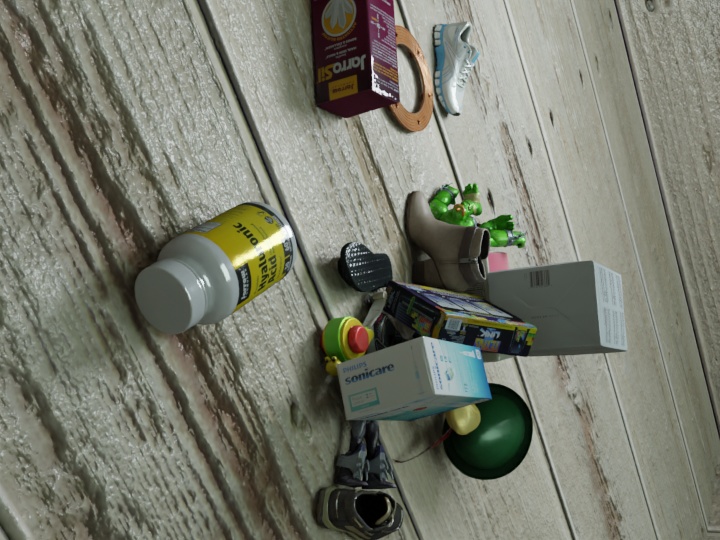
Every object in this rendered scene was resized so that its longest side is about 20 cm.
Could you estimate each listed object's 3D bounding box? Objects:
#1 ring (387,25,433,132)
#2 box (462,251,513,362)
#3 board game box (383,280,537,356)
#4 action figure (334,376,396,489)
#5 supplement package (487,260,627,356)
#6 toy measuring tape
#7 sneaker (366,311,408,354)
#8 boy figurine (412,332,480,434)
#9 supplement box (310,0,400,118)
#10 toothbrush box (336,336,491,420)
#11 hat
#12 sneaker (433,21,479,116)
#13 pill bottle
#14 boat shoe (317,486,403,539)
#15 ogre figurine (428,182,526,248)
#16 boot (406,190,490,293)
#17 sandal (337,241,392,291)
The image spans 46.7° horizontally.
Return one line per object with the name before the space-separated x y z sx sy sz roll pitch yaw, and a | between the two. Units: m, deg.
ring | 0.082 -0.357 1.559 0.200 0.019 0.201 19 68 -56
box | 0.210 0.070 1.560 0.109 0.128 0.200 -2 85 -59
board game box | 0.159 0.079 1.363 0.200 0.165 0.057 11 101 -34
action figure | 0.010 0.228 1.267 0.130 0.069 0.200 22 61 -47
supplement package | 0.355 0.074 1.489 0.200 0.191 0.147 14 72 -59
toy measuring tape | -0.011 0.079 1.267 0.074 0.073 0.200 62 37 -29
sneaker | 0.070 0.147 1.373 0.200 0.075 0.081 61 38 -28
boy figurine | 0.157 0.183 1.431 0.064 0.124 0.200 21 42 -50
supplement box | -0.009 -0.358 1.329 0.086 0.110 0.200 9 75 -56
toothbrush box | 0.081 0.162 1.215 0.200 0.146 0.085 20 55 -58
hat | 0.192 0.272 1.431 0.176 0.165 0.200 42 67 -59
sneaker | 0.201 -0.416 1.698 0.075 0.087 0.200 6 79 -59
pill bottle | -0.171 -0.002 0.993 0.200 0.111 0.112 -39 115 -53
boat shoe | 0.016 0.364 1.238 0.200 0.073 0.075 27 61 -52
ogre figurine | 0.205 -0.092 1.573 0.120 0.098 0.200 -25 72 -40
boot | 0.160 -0.057 1.492 0.070 0.146 0.200 10 74 -55
sandal | 0.000 0.001 1.332 0.200 0.048 0.076 17 67 -69
